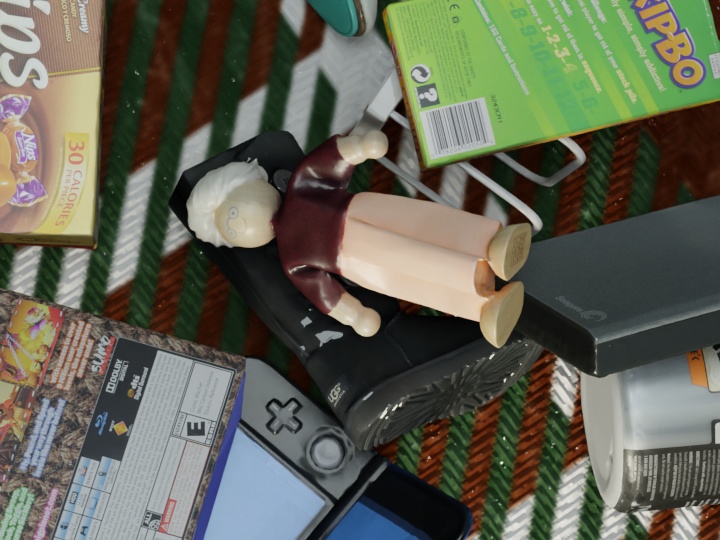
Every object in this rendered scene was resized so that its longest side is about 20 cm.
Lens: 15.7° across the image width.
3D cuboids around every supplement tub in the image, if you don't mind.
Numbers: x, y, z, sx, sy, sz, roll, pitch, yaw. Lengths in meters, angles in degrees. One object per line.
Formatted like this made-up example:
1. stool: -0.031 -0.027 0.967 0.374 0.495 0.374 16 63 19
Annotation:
1. supplement tub: 0.238 0.076 1.560 0.200 0.123 0.123 -5 82 -6

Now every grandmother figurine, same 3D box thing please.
1. grandmother figurine: -0.006 -0.022 1.478 0.200 0.061 0.121 13 101 20

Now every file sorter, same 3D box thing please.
1. file sorter: 0.101 -0.131 1.571 0.124 0.139 0.200 34 81 -2

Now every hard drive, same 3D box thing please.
1. hard drive: 0.182 0.005 1.534 0.200 0.140 0.033 -15 115 -25

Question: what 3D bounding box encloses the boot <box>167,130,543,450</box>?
1. boot: -0.001 0.000 1.578 0.165 0.066 0.200 -17 58 -45

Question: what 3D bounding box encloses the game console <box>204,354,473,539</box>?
1. game console: -0.062 0.167 1.524 0.171 0.118 0.200 40 80 1

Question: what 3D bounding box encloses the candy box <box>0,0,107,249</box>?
1. candy box: -0.213 -0.116 1.583 0.116 0.056 0.200 3 83 -4

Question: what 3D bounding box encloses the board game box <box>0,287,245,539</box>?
1. board game box: -0.182 0.110 1.489 0.200 0.097 0.160 16 66 2

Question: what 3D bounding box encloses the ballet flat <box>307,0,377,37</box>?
1. ballet flat: -0.038 -0.238 1.616 0.069 0.069 0.200 -37 86 -9

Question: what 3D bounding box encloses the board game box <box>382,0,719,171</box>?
1. board game box: 0.120 -0.126 1.492 0.200 0.030 0.096 -14 89 -7
